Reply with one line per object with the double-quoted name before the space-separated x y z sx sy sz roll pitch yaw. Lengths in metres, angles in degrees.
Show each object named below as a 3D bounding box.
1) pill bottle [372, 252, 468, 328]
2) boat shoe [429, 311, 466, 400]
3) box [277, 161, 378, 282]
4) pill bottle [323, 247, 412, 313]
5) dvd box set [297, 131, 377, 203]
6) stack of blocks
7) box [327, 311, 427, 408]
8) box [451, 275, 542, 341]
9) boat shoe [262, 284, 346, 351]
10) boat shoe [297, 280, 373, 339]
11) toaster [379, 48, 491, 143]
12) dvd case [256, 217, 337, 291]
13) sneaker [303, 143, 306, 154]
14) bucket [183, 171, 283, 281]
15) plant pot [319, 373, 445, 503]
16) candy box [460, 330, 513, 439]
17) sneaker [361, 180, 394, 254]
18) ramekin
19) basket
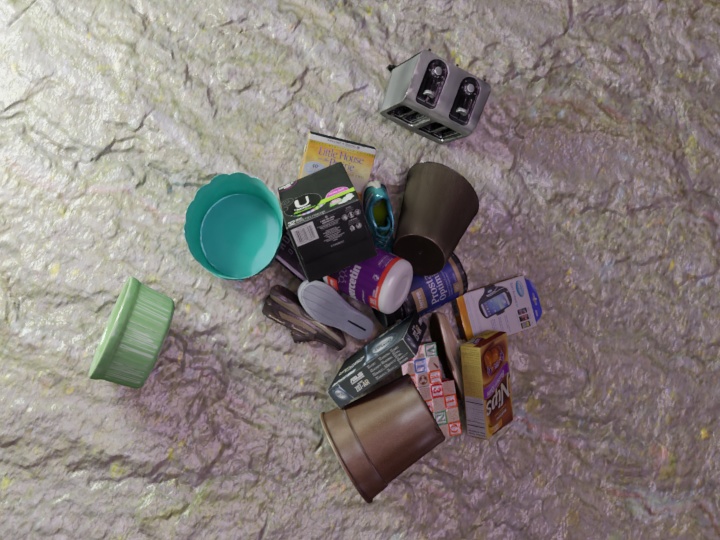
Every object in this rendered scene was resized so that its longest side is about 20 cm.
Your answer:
"pill bottle" 0.121 0.040 1.638 0.197 0.112 0.114 -26 93 -15
"boat shoe" 0.207 0.179 1.673 0.064 0.072 0.204 -22 98 -15
"box" -0.067 -0.097 1.479 0.146 0.201 0.126 -21 119 0
"pill bottle" 0.000 0.000 1.551 0.197 0.113 0.114 24 79 24
"dvd box set" -0.059 -0.170 1.579 0.143 0.029 0.204 11 110 -14
"stack of blocks" 0.142 0.258 1.656 0.113 0.058 0.205 -9 88 -15
"box" 0.036 0.176 1.541 0.199 0.160 0.044 -37 95 21
"box" 0.307 0.089 1.722 0.196 0.041 0.122 -15 90 -17
"boat shoe" -0.119 0.110 1.601 0.199 0.075 0.074 37 104 -14
"boat shoe" -0.058 0.081 1.584 0.199 0.062 0.073 38 85 -32
"toaster" 0.150 -0.368 1.643 0.178 0.199 0.121 23 83 -20
"dvd case" -0.100 -0.053 1.632 0.199 0.025 0.151 40 77 -10
"sneaker" -0.040 -0.202 1.623 0.070 0.090 0.200 -44 97 -13
"bucket" -0.245 -0.079 1.524 0.202 0.135 0.212 0 83 -4
"plant pot" 0.052 0.322 1.534 0.196 0.200 0.203 -31 94 0
"candy box" 0.272 0.242 1.646 0.116 0.056 0.205 -20 108 -48
"sneaker" 0.037 -0.081 1.580 0.076 0.080 0.204 -12 118 -10
"ramekin" -0.427 0.122 1.450 0.096 0.199 0.204 24 81 -19
"basket" 0.148 -0.098 1.600 0.179 0.136 0.202 36 48 -14
